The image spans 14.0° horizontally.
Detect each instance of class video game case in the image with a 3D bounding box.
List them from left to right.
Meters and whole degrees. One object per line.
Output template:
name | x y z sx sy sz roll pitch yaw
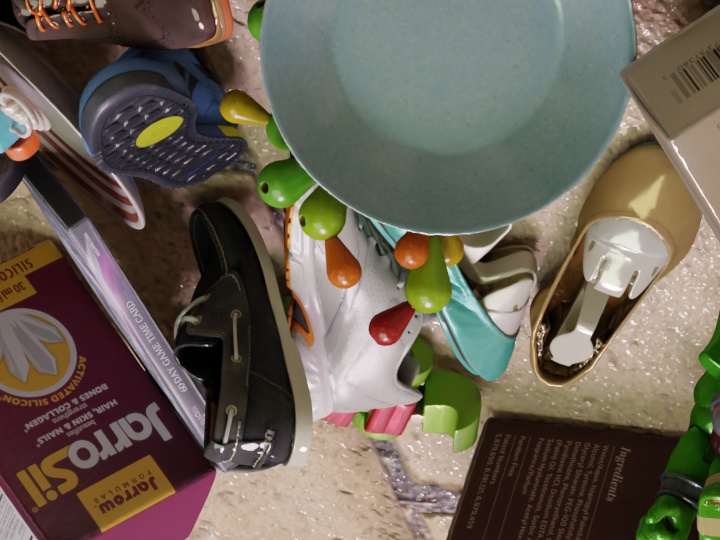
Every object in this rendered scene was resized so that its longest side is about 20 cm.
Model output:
video game case | -0.147 0.022 1.815 0.200 0.019 0.143 61 172 -29

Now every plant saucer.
plant saucer | 0.047 -0.121 1.559 0.200 0.039 0.202 0 105 0

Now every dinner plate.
dinner plate | -0.191 -0.102 1.711 0.200 0.024 0.200 42 170 9

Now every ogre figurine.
ogre figurine | 0.239 0.085 1.716 0.098 0.120 0.200 18 145 -2

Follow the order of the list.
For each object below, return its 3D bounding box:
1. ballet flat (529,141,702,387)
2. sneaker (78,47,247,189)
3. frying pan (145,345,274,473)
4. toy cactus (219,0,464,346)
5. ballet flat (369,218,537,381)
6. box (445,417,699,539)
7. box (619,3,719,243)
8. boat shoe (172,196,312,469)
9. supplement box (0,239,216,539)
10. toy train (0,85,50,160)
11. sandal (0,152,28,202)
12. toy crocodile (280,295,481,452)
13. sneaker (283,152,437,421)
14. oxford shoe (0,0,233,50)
ballet flat | 0.147 0.004 1.707 0.068 0.063 0.200 22 143 -1
sneaker | -0.123 -0.099 1.640 0.066 0.079 0.200 -31 169 9
frying pan | -0.084 0.058 1.919 0.115 0.031 0.190 14 130 6
toy cactus | 0.021 -0.075 1.628 0.165 0.200 0.102 -29 169 7
ballet flat | 0.065 -0.006 1.737 0.070 0.068 0.200 -15 133 22
box | 0.165 0.214 1.877 0.199 0.165 0.166 5 141 21
box | 0.228 -0.044 1.563 0.095 0.078 0.200 -34 126 5
boat shoe | -0.081 0.033 1.753 0.067 0.200 0.072 -4 139 -14
supplement box | -0.207 0.103 1.881 0.200 0.131 0.103 52 148 17
toy train | -0.267 -0.129 1.681 0.200 0.056 0.150 45 171 0
sandal | -0.264 -0.060 1.817 0.200 0.076 0.043 3 140 50
toy crocodile | -0.019 0.070 1.854 0.199 0.062 0.068 16 132 -8
sneaker | 0.000 0.000 1.759 0.092 0.076 0.201 -2 125 -1
oxford shoe | -0.145 -0.144 1.578 0.200 0.072 0.071 13 127 49
